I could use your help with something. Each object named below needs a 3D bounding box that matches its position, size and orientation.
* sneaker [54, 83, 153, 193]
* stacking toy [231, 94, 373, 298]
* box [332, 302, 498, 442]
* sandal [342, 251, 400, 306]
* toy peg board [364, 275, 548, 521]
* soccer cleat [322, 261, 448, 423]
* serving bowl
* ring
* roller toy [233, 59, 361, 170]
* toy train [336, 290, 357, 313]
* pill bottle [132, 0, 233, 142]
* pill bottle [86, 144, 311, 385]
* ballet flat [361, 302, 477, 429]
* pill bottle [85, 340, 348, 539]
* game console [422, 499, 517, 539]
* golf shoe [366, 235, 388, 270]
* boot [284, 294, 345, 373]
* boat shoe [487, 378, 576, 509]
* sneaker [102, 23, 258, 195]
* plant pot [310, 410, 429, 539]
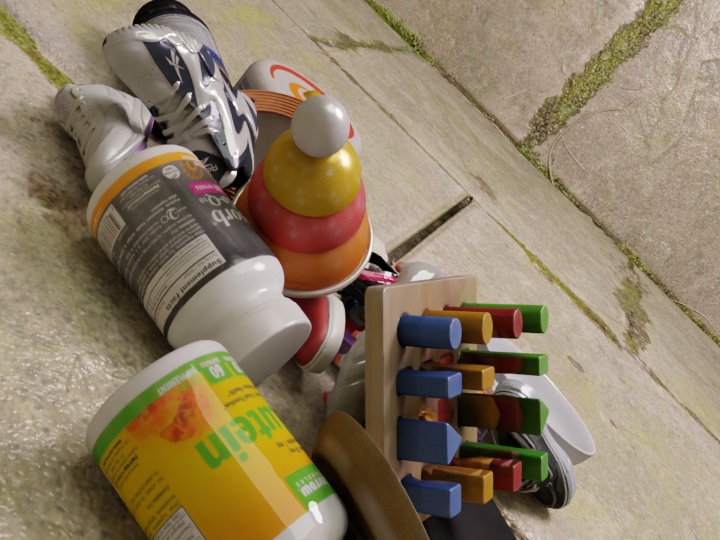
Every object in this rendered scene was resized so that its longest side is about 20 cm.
[{"bbox_3d":[-0.261,-0.131,0.800,0.099,0.075,0.200,25,20,-21],"label":"sneaker"},{"bbox_3d":[-0.041,-0.080,0.722,0.144,0.200,0.148,6,59,-11],"label":"stacking toy"},{"bbox_3d":[0.062,0.111,0.899,0.200,0.039,0.137,45,38,4],"label":"box"},{"bbox_3d":[0.000,0.000,0.860,0.199,0.045,0.075,35,13,-15],"label":"sandal"},{"bbox_3d":[0.092,0.109,0.692,0.199,0.097,0.203,-4,94,-61],"label":"toy peg board"},{"bbox_3d":[0.033,0.076,0.782,0.077,0.201,0.070,22,-26,20],"label":"soccer cleat"},{"bbox_3d":[0.204,0.172,1.029,0.200,0.066,0.200,42,14,-13],"label":"serving bowl"},{"bbox_3d":[-0.105,-0.126,0.894,0.198,0.019,0.202,7,51,-8],"label":"ring"},{"bbox_3d":[-0.095,-0.174,1.050,0.182,0.140,0.200,44,22,4],"label":"roller toy"},{"bbox_3d":[0.050,0.076,0.996,0.199,0.034,0.046,33,35,-25],"label":"toy train"},{"bbox_3d":[-0.227,-0.252,1.003,0.111,0.112,0.201,24,28,-39],"label":"pill bottle"},{"bbox_3d":[-0.137,-0.001,0.698,0.200,0.116,0.116,50,23,16],"label":"pill bottle"},{"bbox_3d":[0.070,0.112,0.827,0.200,0.070,0.066,-50,116,-30],"label":"ballet flat"},{"bbox_3d":[-0.077,0.155,0.525,0.200,0.111,0.111,49,23,14],"label":"pill bottle"},{"bbox_3d":[0.098,0.275,0.732,0.199,0.031,0.178,11,42,-53],"label":"game console"},{"bbox_3d":[-0.010,-0.037,0.991,0.200,0.074,0.093,-49,135,-75],"label":"golf shoe"},{"bbox_3d":[-0.096,0.014,0.809,0.144,0.073,0.200,30,17,-29],"label":"boot"},{"bbox_3d":[0.180,0.209,0.901,0.071,0.072,0.201,-52,127,-33],"label":"boat shoe"},{"bbox_3d":[-0.162,-0.135,0.775,0.199,0.079,0.131,44,31,-60],"label":"sneaker"},{"bbox_3d":[0.010,0.196,0.562,0.027,0.201,0.201,-20,55,-18],"label":"plant pot"}]
